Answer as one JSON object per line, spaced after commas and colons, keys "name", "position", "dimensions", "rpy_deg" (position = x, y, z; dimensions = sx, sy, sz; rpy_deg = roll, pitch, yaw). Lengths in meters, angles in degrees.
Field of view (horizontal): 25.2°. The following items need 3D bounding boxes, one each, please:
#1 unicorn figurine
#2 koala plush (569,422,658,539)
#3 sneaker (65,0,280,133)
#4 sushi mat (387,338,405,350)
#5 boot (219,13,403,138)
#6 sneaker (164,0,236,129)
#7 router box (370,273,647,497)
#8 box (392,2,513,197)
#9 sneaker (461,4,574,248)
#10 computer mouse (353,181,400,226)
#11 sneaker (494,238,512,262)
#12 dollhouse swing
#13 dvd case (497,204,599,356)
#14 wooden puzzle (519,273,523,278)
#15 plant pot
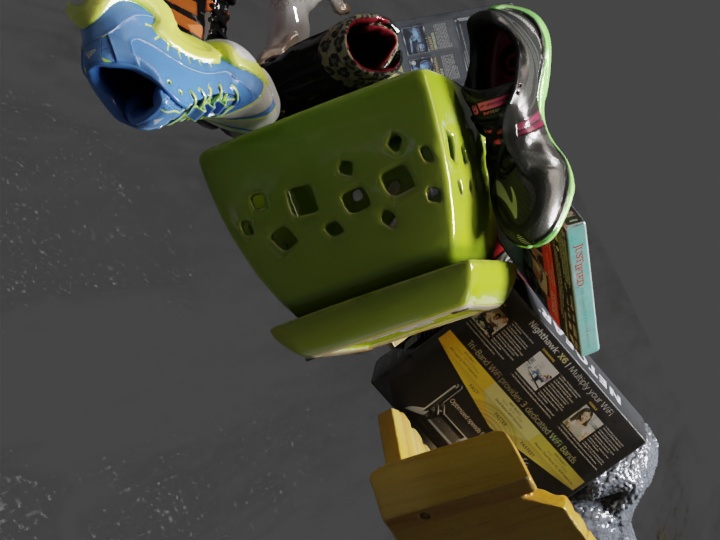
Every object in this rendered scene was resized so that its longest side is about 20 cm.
{"name": "unicorn figurine", "position": [-0.062, -0.218, 1.547], "dimensions": [0.137, 0.074, 0.200], "rpy_deg": [-4, 86, -65]}
{"name": "koala plush", "position": [0.223, 0.258, 1.595], "dimensions": [0.177, 0.184, 0.200], "rpy_deg": [-70, 143, -69]}
{"name": "sneaker", "position": [-0.137, -0.129, 1.176], "dimensions": [0.200, 0.076, 0.105], "rpy_deg": [30, 44, -39]}
{"name": "sushi mat", "position": [0.000, 0.000, 1.531], "dimensions": [0.200, 0.012, 0.096], "rpy_deg": [59, 16, -18]}
{"name": "boot", "position": [-0.016, -0.165, 1.392], "dimensions": [0.204, 0.154, 0.074], "rpy_deg": [-12, 83, -55]}
{"name": "sneaker", "position": [-0.131, -0.214, 1.292], "dimensions": [0.070, 0.090, 0.200], "rpy_deg": [25, 41, -67]}
{"name": "router box", "position": [0.133, 0.117, 1.439], "dimensions": [0.200, 0.157, 0.052], "rpy_deg": [49, 18, -11]}
{"name": "box", "position": [0.089, -0.142, 1.519], "dimensions": [0.051, 0.158, 0.200], "rpy_deg": [159, -82, -70]}
{"name": "sneaker", "position": [0.113, -0.113, 1.263], "dimensions": [0.084, 0.077, 0.200], "rpy_deg": [7, 70, -49]}
{"name": "computer mouse", "position": [0.029, -0.039, 1.449], "dimensions": [0.200, 0.110, 0.044], "rpy_deg": [64, 35, -14]}
{"name": "sneaker", "position": [0.085, -0.006, 1.554], "dimensions": [0.077, 0.200, 0.085], "rpy_deg": [-27, 89, -37]}
{"name": "dollhouse swing", "position": [0.119, 0.198, 1.343], "dimensions": [0.200, 0.182, 0.176], "rpy_deg": [55, 28, -28]}
{"name": "dvd case", "position": [0.146, -0.040, 1.372], "dimensions": [0.200, 0.022, 0.146], "rpy_deg": [-122, -166, -49]}
{"name": "wooden puzzle", "position": [0.108, -0.043, 1.676], "dimensions": [0.200, 0.185, 0.037], "rpy_deg": [51, 54, -46]}
{"name": "plant pot", "position": [0.012, -0.035, 1.295], "dimensions": [0.199, 0.200, 0.182], "rpy_deg": [2, 70, -73]}
